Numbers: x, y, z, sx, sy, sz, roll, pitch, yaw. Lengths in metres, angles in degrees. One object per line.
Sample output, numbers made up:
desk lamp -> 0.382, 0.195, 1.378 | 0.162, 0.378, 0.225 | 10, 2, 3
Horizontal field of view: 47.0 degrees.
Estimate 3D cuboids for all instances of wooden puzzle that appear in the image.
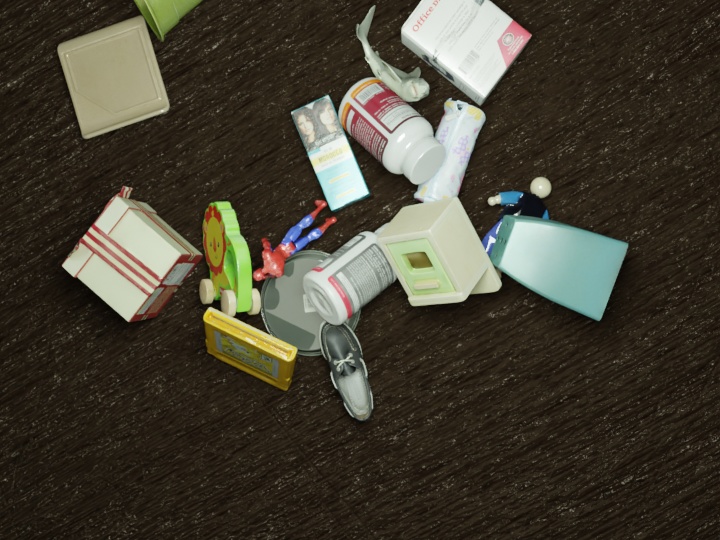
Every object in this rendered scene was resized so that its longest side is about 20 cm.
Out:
wooden puzzle -> -0.478, -0.374, 1.606 | 0.182, 0.037, 0.203 | -17, 85, 4

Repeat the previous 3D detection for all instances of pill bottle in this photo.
pill bottle -> 0.000, 0.000, 1.511 | 0.199, 0.111, 0.111 | -37, 88, -23
pill bottle -> 0.058, -0.250, 1.497 | 0.113, 0.113, 0.200 | -45, 64, 3

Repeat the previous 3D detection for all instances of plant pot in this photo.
plant pot -> -0.340, -0.564, 1.531 | 0.189, 0.200, 0.202 | -33, 88, -8
plant pot -> 0.341, -0.020, 1.479 | 0.197, 0.141, 0.144 | 18, 97, -5

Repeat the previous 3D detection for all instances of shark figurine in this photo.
shark figurine -> 0.067, -0.384, 1.561 | 0.089, 0.129, 0.215 | -31, 69, -21

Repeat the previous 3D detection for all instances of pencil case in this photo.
pencil case -> 0.166, -0.212, 1.535 | 0.082, 0.091, 0.203 | 19, 92, 2

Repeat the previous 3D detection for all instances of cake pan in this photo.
cake pan -> -0.097, 0.063, 1.580 | 0.196, 0.037, 0.204 | 0, 90, 3

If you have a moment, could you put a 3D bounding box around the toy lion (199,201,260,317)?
toy lion -> -0.247, -0.027, 1.520 | 0.068, 0.199, 0.195 | -4, 101, -28

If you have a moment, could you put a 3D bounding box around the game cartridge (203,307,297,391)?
game cartridge -> -0.203, 0.150, 1.511 | 0.174, 0.201, 0.033 | 25, 64, 4

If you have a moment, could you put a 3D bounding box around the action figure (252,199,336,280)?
action figure -> -0.143, -0.047, 1.550 | 0.200, 0.098, 0.066 | -46, 115, -30

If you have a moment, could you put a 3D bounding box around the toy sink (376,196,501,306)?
toy sink -> 0.141, -0.010, 1.471 | 0.112, 0.129, 0.202 | -49, 119, -36

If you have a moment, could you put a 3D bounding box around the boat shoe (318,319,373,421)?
boat shoe -> -0.025, 0.186, 1.543 | 0.073, 0.060, 0.203 | -16, 104, -2

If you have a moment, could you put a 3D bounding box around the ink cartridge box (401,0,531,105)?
ink cartridge box -> 0.192, -0.431, 1.535 | 0.199, 0.084, 0.145 | 39, 93, 2

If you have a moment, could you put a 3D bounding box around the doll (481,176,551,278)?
doll -> 0.289, -0.090, 1.547 | 0.136, 0.048, 0.201 | 37, 92, -6

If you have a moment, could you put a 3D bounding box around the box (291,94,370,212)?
box -> -0.056, -0.221, 1.570 | 0.081, 0.049, 0.203 | -23, 89, 3

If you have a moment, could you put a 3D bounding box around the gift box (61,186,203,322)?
gift box -> -0.422, -0.034, 1.525 | 0.186, 0.200, 0.185 | 39, 88, 4
